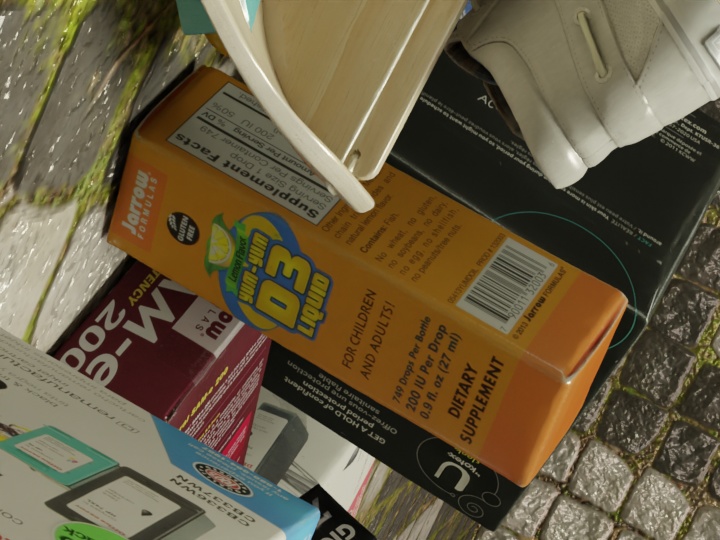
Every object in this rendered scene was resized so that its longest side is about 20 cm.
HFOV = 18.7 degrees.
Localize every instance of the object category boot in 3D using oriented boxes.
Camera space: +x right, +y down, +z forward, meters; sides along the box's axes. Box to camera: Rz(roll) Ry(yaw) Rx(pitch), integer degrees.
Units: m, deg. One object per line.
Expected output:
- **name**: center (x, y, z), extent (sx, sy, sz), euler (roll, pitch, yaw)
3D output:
- **boot**: center (0.068, -0.118, 0.847), extent (0.095, 0.201, 0.074), euler (-33, 133, 9)

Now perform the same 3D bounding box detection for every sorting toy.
- **sorting toy**: center (-0.013, -0.147, 0.753), extent (0.201, 0.106, 0.180), euler (-62, 162, -4)

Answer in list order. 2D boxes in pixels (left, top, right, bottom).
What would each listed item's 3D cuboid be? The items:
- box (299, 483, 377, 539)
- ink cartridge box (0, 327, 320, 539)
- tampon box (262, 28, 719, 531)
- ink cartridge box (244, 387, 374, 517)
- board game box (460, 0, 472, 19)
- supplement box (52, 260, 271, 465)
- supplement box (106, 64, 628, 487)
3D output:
- **box**: center (-0.091, 0.220, 1.043), extent (0.198, 0.050, 0.201), euler (-34, 154, -36)
- **ink cartridge box**: center (-0.128, 0.123, 0.696), extent (0.147, 0.146, 0.200), euler (-64, 170, 11)
- **tampon box**: center (0.059, -0.003, 1.032), extent (0.127, 0.149, 0.200), euler (-55, 176, -38)
- **ink cartridge box**: center (-0.066, 0.140, 1.196), extent (0.200, 0.084, 0.146), euler (-49, 163, -45)
- **board game box**: center (0.066, -0.226, 0.954), extent (0.201, 0.034, 0.136), euler (-59, 154, -29)
- **supplement box**: center (-0.096, 0.084, 0.976), extent (0.109, 0.061, 0.201), euler (-52, 166, -39)
- **supplement box**: center (0.000, 0.000, 0.862), extent (0.069, 0.199, 0.067), euler (-46, 161, -46)
